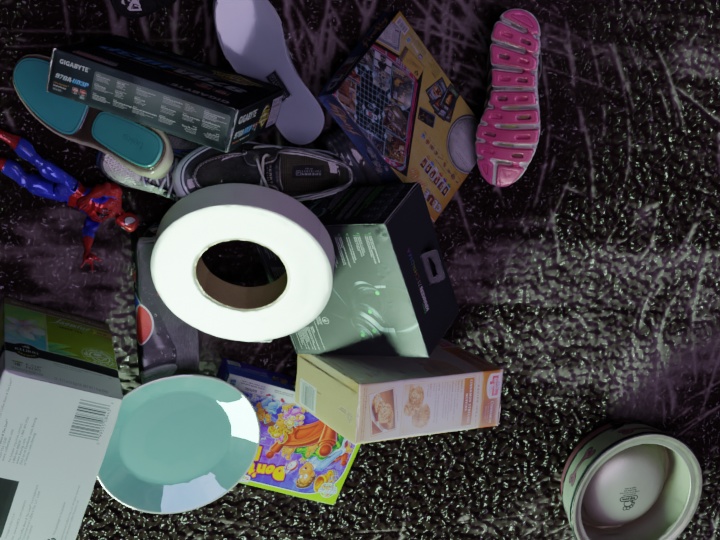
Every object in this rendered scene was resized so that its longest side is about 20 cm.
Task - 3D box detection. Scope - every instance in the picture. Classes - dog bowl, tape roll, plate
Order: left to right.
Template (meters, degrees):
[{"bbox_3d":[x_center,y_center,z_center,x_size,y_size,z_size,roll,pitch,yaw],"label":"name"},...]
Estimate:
[{"bbox_3d":[-0.214,0.198,1.513,0.197,0.026,0.203,-9,122,-13],"label":"plate"},{"bbox_3d":[-0.125,-0.005,1.393,0.199,0.037,0.205,2,134,2],"label":"tape roll"},{"bbox_3d":[0.362,0.294,1.773,0.197,0.074,0.203,-7,114,-16],"label":"dog bowl"}]

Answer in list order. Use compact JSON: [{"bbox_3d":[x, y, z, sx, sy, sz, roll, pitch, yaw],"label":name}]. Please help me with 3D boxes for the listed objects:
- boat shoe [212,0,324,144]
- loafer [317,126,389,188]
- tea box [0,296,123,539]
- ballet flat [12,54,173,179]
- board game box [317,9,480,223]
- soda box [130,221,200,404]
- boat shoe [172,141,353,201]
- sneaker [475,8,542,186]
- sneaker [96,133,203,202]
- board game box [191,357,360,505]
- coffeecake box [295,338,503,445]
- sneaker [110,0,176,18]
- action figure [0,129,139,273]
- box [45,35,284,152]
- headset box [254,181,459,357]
[{"bbox_3d":[-0.103,-0.230,1.410,0.073,0.068,0.200,-37,124,-1],"label":"boat shoe"},{"bbox_3d":[0.025,-0.085,1.511,0.072,0.073,0.202,-32,119,-8],"label":"loafer"},{"bbox_3d":[-0.356,0.168,1.419,0.132,0.197,0.203,16,107,-22],"label":"tea box"},{"bbox_3d":[-0.278,-0.159,1.372,0.199,0.069,0.070,35,101,9],"label":"ballet flat"},{"bbox_3d":[0.054,-0.172,1.473,0.201,0.034,0.136,50,64,-27],"label":"board game box"},{"bbox_3d":[-0.223,0.048,1.489,0.070,0.063,0.203,-6,113,-15],"label":"soda box"},{"bbox_3d":[-0.100,-0.107,1.385,0.197,0.071,0.073,-8,97,-26],"label":"boat shoe"},{"bbox_3d":[0.176,-0.200,1.498,0.072,0.087,0.204,6,104,10],"label":"sneaker"},{"bbox_3d":[-0.189,-0.108,1.424,0.197,0.085,0.078,8,109,-20],"label":"sneaker"},{"bbox_3d":[-0.099,0.200,1.601,0.197,0.045,0.136,17,106,-23],"label":"board game box"},{"bbox_3d":[0.044,0.136,1.535,0.197,0.153,0.074,-3,104,-30],"label":"coffeecake box"},{"bbox_3d":[-0.166,-0.316,1.334,0.198,0.104,0.060,-32,118,-3],"label":"sneaker"},{"bbox_3d":[-0.324,-0.075,1.387,0.198,0.100,0.065,26,123,-28],"label":"action figure"},{"bbox_3d":[-0.192,-0.182,1.309,0.197,0.159,0.047,19,108,9],"label":"box"},{"bbox_3d":[0.000,0.000,1.460,0.093,0.197,0.176,-49,128,-45],"label":"headset box"}]
